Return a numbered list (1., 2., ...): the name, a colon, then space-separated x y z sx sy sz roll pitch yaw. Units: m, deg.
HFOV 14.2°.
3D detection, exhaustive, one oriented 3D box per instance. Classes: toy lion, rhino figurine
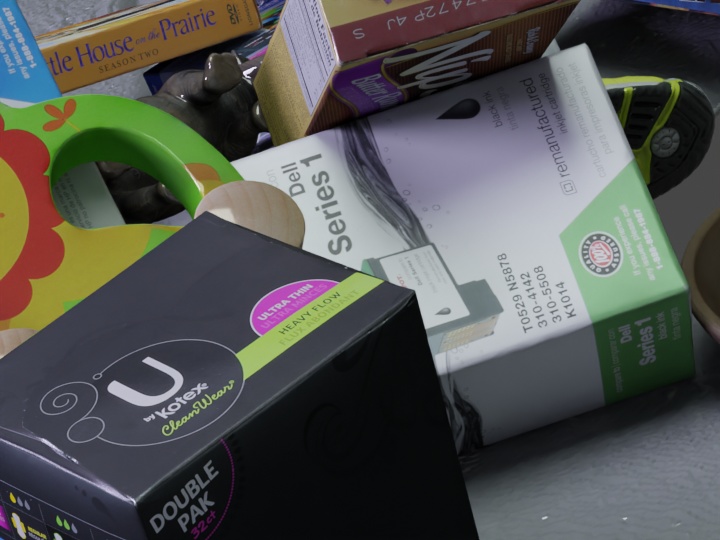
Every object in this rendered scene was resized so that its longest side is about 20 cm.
1. toy lion: -0.153 -0.013 1.234 0.200 0.069 0.192 -34 67 -28
2. rhino figurine: -0.079 -0.073 1.449 0.200 0.060 0.087 -38 6 -41

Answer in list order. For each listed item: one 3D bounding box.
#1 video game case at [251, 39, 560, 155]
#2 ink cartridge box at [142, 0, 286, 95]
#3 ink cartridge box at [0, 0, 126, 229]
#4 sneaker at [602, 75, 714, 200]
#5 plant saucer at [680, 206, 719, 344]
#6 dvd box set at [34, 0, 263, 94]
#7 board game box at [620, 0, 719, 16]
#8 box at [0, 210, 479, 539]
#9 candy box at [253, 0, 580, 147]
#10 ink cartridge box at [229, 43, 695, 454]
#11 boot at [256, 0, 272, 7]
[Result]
1. video game case: 0.017 -0.096 1.541 0.181 0.023 0.200 -23 12 5
2. ink cartridge box: -0.044 -0.124 1.630 0.119 0.042 0.200 -31 13 -23
3. ink cartridge box: -0.230 -0.013 1.332 0.199 0.145 0.148 -21 73 -18
4. sneaker: 0.081 -0.062 1.470 0.199 0.076 0.076 -16 29 0
5. plant saucer: 0.244 0.002 1.299 0.199 0.030 0.200 -9 29 5
6. dvd box set: -0.174 -0.114 1.602 0.200 0.030 0.146 -21 10 -32
7. board game box: 0.189 -0.170 1.588 0.135 0.035 0.200 -12 19 -42
8. box: -0.047 0.108 1.109 0.148 0.201 0.124 -36 37 -31
9. candy box: 0.022 -0.105 1.331 0.116 0.057 0.200 -16 -8 -12
10. ink cartridge box: 0.035 0.003 1.317 0.199 0.084 0.146 -19 60 -2
11. boot: -0.063 -0.196 1.681 0.073 0.200 0.090 34 30 1
